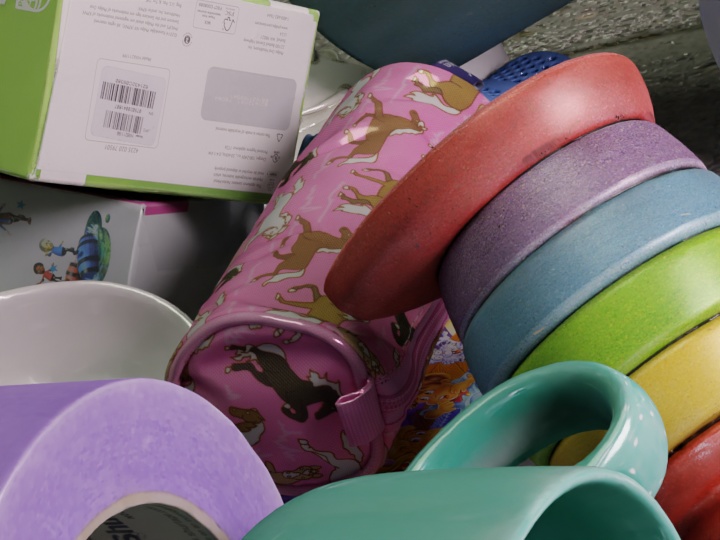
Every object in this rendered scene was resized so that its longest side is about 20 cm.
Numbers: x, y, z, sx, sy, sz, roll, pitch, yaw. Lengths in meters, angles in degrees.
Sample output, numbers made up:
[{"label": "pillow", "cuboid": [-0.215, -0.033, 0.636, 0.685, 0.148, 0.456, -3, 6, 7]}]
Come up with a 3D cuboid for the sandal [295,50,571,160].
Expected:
[{"label": "sandal", "cuboid": [0.036, -0.050, 1.087, 0.079, 0.087, 0.200, 2, 31, 38]}]

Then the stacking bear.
[{"label": "stacking bear", "cuboid": [0.100, 0.041, 0.792, 0.121, 0.114, 0.200, -21, 68, -35]}]

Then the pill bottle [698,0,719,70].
[{"label": "pill bottle", "cuboid": [0.253, -0.137, 1.079, 0.199, 0.117, 0.116, -28, 28, -16]}]

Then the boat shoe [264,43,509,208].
[{"label": "boat shoe", "cuboid": [-0.022, -0.073, 1.163, 0.199, 0.070, 0.071, -32, -2, -18]}]

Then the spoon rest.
[{"label": "spoon rest", "cuboid": [-0.151, 0.048, 0.927, 0.199, 0.061, 0.100, -1, 61, 4]}]

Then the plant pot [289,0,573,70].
[{"label": "plant pot", "cuboid": [0.061, -0.193, 1.083, 0.196, 0.200, 0.200, -34, 13, 39]}]

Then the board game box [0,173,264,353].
[{"label": "board game box", "cuboid": [-0.159, -0.018, 1.060, 0.199, 0.065, 0.147, 9, 5, 17]}]

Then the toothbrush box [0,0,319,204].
[{"label": "toothbrush box", "cuboid": [-0.140, -0.087, 1.027, 0.199, 0.087, 0.145, 15, 7, 39]}]

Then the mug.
[{"label": "mug", "cuboid": [0.025, 0.126, 0.695, 0.114, 0.153, 0.185, -6, 16, 31]}]

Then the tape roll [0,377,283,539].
[{"label": "tape roll", "cuboid": [-0.091, 0.131, 0.698, 0.085, 0.201, 0.200, -4, 30, 26]}]

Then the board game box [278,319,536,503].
[{"label": "board game box", "cuboid": [0.010, 0.090, 0.885, 0.134, 0.045, 0.200, -14, 27, 11]}]

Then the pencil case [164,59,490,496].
[{"label": "pencil case", "cuboid": [0.000, 0.000, 0.922, 0.086, 0.083, 0.200, -39, 12, 37]}]
